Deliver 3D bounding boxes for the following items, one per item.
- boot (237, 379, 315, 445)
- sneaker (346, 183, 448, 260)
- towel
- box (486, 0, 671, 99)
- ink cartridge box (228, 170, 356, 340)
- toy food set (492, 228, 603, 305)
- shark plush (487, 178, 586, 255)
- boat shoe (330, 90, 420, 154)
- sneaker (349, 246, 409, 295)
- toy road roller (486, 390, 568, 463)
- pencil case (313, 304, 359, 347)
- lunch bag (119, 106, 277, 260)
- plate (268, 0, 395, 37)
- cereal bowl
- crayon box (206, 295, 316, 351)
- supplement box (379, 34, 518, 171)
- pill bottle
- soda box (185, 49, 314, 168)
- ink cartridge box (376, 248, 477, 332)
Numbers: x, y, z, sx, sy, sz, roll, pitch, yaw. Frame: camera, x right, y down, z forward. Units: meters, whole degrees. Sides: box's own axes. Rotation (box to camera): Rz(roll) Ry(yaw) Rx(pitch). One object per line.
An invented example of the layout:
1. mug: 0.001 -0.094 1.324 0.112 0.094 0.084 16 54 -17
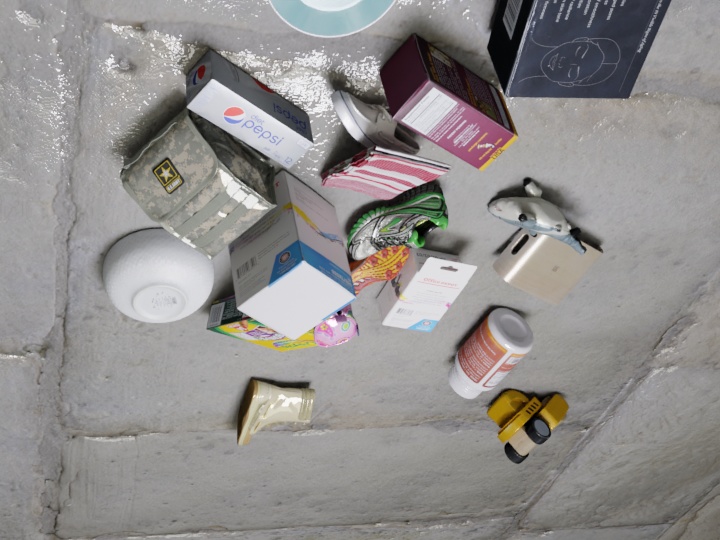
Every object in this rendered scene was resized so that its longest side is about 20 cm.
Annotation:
1. boot: -0.189 0.321 1.904 0.152 0.074 0.202 7 131 -19
2. sneaker: 0.062 -0.071 1.503 0.198 0.087 0.078 -29 150 19
3. towel: 0.036 -0.152 1.379 0.141 0.023 0.199 9 169 -25
4. box: 0.299 -0.352 1.188 0.192 0.126 0.202 0 139 -11
5. ink cartridge box: -0.118 -0.025 1.424 0.146 0.203 0.144 -33 139 22
6. toy food set: 0.368 -0.023 1.684 0.198 0.061 0.144 22 117 -36
7. shark plush: 0.331 -0.091 1.569 0.197 0.093 0.083 17 149 -24
8. boat shoe: 0.026 -0.228 1.340 0.065 0.075 0.199 -32 147 18
9. sneaker: 0.000 0.000 1.600 0.198 0.077 0.074 -31 120 -2
10. toy road roller: 0.398 0.352 2.090 0.199 0.146 0.123 -27 160 -50
11. pencil case: -0.061 0.034 1.507 0.085 0.203 0.088 -10 141 -8
12. lunch bag: -0.250 -0.137 1.326 0.163 0.119 0.199 -35 130 24
13. plate: -0.034 -0.403 1.148 0.195 0.026 0.202 -8 140 -6
14. cereal bowl: -0.352 0.025 1.510 0.195 0.084 0.202 -7 139 -6
15. crayon box: -0.163 0.096 1.592 0.170 0.060 0.198 21 160 -31
16. supplement box: 0.134 -0.250 1.304 0.198 0.112 0.086 23 129 -35
17. pill bottle: 0.271 0.183 1.841 0.110 0.114 0.201 12 134 -27
18. soda box: -0.161 -0.235 1.273 0.063 0.069 0.198 -37 134 28
19. ink cartridge box: 0.125 0.025 1.652 0.113 0.069 0.201 9 135 -25
